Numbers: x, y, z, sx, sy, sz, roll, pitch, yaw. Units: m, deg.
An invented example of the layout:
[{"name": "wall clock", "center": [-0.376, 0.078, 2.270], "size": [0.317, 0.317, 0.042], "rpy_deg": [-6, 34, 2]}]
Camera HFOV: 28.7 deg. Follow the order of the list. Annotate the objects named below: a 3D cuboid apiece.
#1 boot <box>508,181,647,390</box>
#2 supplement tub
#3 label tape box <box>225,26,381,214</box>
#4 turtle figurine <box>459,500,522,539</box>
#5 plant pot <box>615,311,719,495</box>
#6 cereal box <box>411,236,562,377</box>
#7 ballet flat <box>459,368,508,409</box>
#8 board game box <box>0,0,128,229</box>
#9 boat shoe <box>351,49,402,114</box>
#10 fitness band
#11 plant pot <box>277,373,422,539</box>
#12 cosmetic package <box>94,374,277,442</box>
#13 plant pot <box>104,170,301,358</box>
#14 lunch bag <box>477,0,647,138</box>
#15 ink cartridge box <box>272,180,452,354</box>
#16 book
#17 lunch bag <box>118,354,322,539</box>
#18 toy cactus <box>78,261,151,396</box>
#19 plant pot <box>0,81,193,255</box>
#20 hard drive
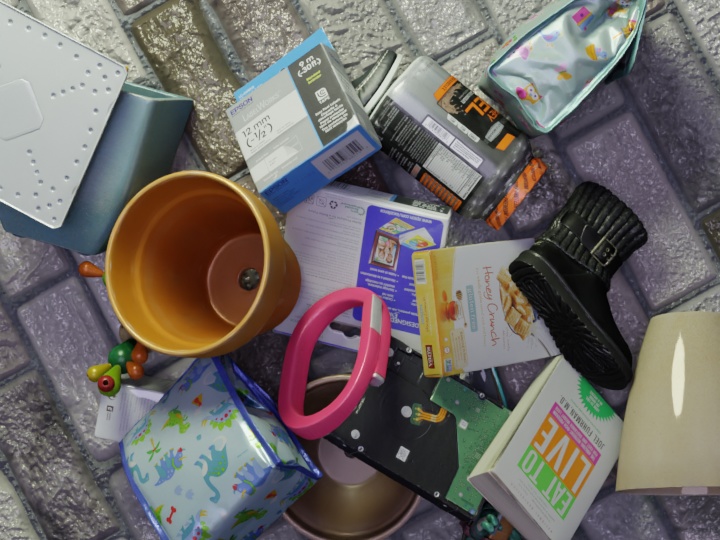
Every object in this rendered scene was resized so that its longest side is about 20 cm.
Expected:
[{"name": "boot", "center": [0.284, 0.017, 1.642], "size": [0.158, 0.079, 0.212], "rpy_deg": [-42, 104, -27]}, {"name": "supplement tub", "center": [0.113, -0.146, 1.646], "size": [0.200, 0.123, 0.123], "rpy_deg": [39, 94, 2]}, {"name": "label tape box", "center": [-0.078, -0.188, 1.637], "size": [0.143, 0.066, 0.201], "rpy_deg": [-33, 58, 14]}, {"name": "turtle figurine", "center": [0.163, 0.325, 1.670], "size": [0.149, 0.101, 0.201], "rpy_deg": [23, 96, -37]}, {"name": "plant pot", "center": [0.384, 0.154, 1.617], "size": [0.186, 0.187, 0.202], "rpy_deg": [-1, 77, 5]}, {"name": "cereal box", "center": [0.154, 0.039, 1.632], "size": [0.199, 0.039, 0.145], "rpy_deg": [-8, 92, -35]}, {"name": "ballet flat", "center": [0.125, 0.083, 1.679], "size": [0.072, 0.073, 0.202], "rpy_deg": [-12, 93, 5]}, {"name": "board game box", "center": [-0.378, -0.178, 1.548], "size": [0.199, 0.026, 0.201], "rpy_deg": [27, 105, 2]}, {"name": "boat shoe", "center": [-0.025, -0.188, 1.681], "size": [0.060, 0.076, 0.201], "rpy_deg": [36, 93, -3]}, {"name": "fitness band", "center": [-0.030, 0.101, 1.600], "size": [0.143, 0.201, 0.037], "rpy_deg": [-28, 127, 33]}, {"name": "plant pot", "center": [-0.014, 0.221, 1.681], "size": [0.199, 0.093, 0.203], "rpy_deg": [0, 92, 5]}, {"name": "cosmetic package", "center": [-0.208, 0.180, 1.693], "size": [0.198, 0.101, 0.072], "rpy_deg": [11, 94, 5]}, {"name": "plant pot", "center": [-0.158, 0.003, 1.593], "size": [0.199, 0.183, 0.202], "rpy_deg": [-3, 82, 20]}, {"name": "lunch bag", "center": [0.241, -0.252, 1.608], "size": [0.200, 0.170, 0.122], "rpy_deg": [-43, 92, 1]}, {"name": "ink cartridge box", "center": [0.000, 0.000, 1.678], "size": [0.197, 0.043, 0.201], "rpy_deg": [14, 114, 10]}, {"name": "book", "center": [0.224, 0.213, 1.619], "size": [0.134, 0.048, 0.200], "rpy_deg": [47, 51, -10]}, {"name": "lunch bag", "center": [-0.169, 0.209, 1.582], "size": [0.170, 0.127, 0.200], "rpy_deg": [-45, 60, 7]}, {"name": "toy cactus", "center": [-0.277, 0.063, 1.663], "size": [0.101, 0.165, 0.202], "rpy_deg": [1, 69, 0]}, {"name": "plant pot", "center": [-0.330, -0.130, 1.656], "size": [0.195, 0.196, 0.202], "rpy_deg": [15, 98, 4]}, {"name": "hard drive", "center": [0.072, 0.179, 1.609], "size": [0.199, 0.038, 0.140], "rpy_deg": [31, 69, -10]}]
